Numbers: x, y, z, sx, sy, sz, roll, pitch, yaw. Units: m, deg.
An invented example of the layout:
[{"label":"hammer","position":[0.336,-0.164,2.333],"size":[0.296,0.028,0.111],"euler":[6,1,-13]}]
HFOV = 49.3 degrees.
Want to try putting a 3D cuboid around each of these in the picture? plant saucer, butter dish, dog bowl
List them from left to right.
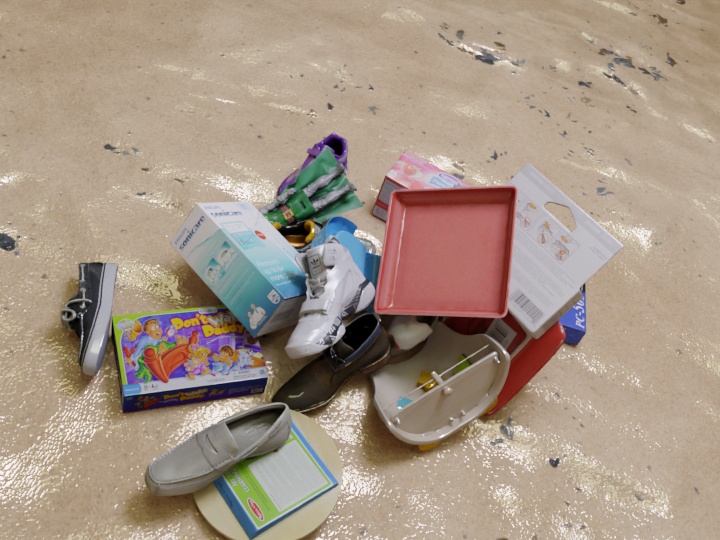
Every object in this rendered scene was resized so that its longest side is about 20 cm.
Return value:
[{"label":"dog bowl","position":[0.000,0.000,1.252],"size":[0.200,0.050,0.112],"euler":[38,38,-29]},{"label":"plant saucer","position":[0.129,-0.024,1.151],"size":[0.199,0.037,0.200],"euler":[1,70,24]},{"label":"butter dish","position":[0.230,0.096,1.240],"size":[0.148,0.200,0.200],"euler":[4,42,-48]}]

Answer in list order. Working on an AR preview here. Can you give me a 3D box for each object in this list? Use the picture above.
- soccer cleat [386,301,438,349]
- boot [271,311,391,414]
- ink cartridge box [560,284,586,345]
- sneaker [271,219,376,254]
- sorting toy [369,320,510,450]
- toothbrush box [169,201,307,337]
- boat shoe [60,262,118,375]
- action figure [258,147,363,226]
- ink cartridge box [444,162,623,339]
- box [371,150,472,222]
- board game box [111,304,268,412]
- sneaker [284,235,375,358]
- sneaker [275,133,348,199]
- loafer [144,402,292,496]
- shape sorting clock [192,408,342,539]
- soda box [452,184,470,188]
[{"label":"soccer cleat","position":[0.095,0.045,1.225],"size":[0.069,0.077,0.200],"euler":[49,34,-25]},{"label":"boot","position":[-0.046,0.129,1.126],"size":[0.200,0.097,0.075],"euler":[-30,55,-19]},{"label":"ink cartridge box","position":[0.352,0.033,1.405],"size":[0.094,0.044,0.200],"euler":[17,48,-2]},{"label":"sneaker","position":[-0.067,-0.038,1.297],"size":[0.199,0.082,0.078],"euler":[1,49,-20]},{"label":"sorting toy","position":[0.098,0.152,1.176],"size":[0.200,0.107,0.180],"euler":[-29,44,-9]},{"label":"toothbrush box","position":[-0.165,-0.008,1.185],"size":[0.200,0.085,0.146],"euler":[45,21,15]},{"label":"boat shoe","position":[-0.387,0.062,1.105],"size":[0.068,0.074,0.200],"euler":[8,48,-16]},{"label":"action figure","position":[-0.104,-0.107,1.328],"size":[0.200,0.055,0.118],"euler":[-34,97,-7]},{"label":"ink cartridge box","position":[0.251,-0.031,1.146],"size":[0.176,0.045,0.200],"euler":[-43,61,4]},{"label":"box","position":[0.135,-0.115,1.420],"size":[0.200,0.103,0.095],"euler":[29,48,8]},{"label":"board game box","position":[-0.246,0.121,1.123],"size":[0.199,0.045,0.135],"euler":[-5,52,-23]},{"label":"sneaker","position":[-0.060,0.033,1.096],"size":[0.200,0.075,0.115],"euler":[-45,112,-49]},{"label":"sneaker","position":[-0.082,-0.180,1.411],"size":[0.080,0.089,0.200],"euler":[32,51,7]},{"label":"loafer","position":[-0.178,0.220,0.997],"size":[0.200,0.070,0.070],"euler":[-23,55,-31]},{"label":"shape sorting clock","position":[-0.123,0.269,1.040],"size":[0.199,0.039,0.200],"euler":[7,45,-7]},{"label":"soda box","position":[0.158,-0.046,1.300],"size":[0.068,0.200,0.064],"euler":[7,47,-12]}]
